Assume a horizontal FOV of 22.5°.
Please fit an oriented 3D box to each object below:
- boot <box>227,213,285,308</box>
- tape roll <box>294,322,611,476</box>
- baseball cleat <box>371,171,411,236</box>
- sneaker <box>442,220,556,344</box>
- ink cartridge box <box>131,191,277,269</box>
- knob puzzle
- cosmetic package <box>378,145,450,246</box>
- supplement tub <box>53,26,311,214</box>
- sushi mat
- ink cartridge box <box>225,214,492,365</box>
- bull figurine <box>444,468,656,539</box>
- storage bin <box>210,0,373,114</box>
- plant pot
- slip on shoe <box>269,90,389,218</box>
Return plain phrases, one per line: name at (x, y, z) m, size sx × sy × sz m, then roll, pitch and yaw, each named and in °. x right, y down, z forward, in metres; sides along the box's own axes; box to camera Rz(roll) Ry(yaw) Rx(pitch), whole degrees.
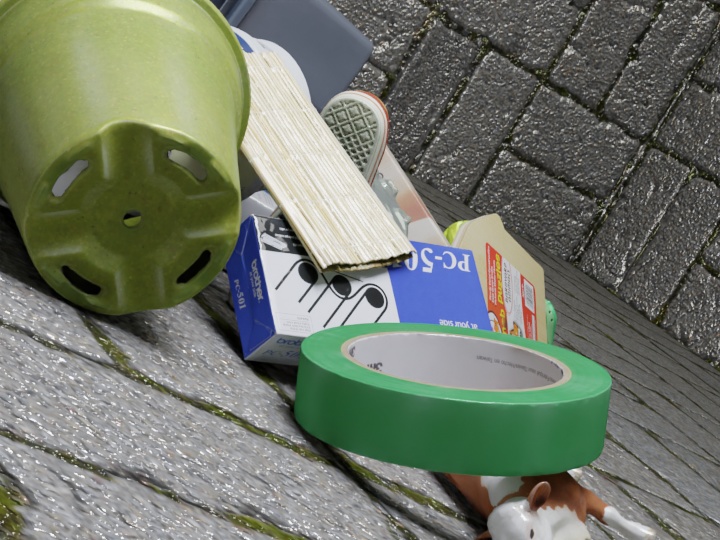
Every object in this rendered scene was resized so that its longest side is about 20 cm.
boot at (-0.002, 0.035, 1.352) m, size 0.200 × 0.090 × 0.073 m, roll 34°, pitch 7°, yaw 18°
tape roll at (0.059, 0.079, 1.161) m, size 0.200 × 0.048 × 0.200 m, roll 6°, pitch 10°, yaw -1°
baseball cleat at (0.000, 0.000, 1.455) m, size 0.070 × 0.106 × 0.200 m, roll 31°, pitch 31°, yaw -44°
sneaker at (0.125, 0.035, 1.622) m, size 0.074 × 0.084 × 0.200 m, roll 18°, pitch -42°, yaw 53°
ink cartridge box at (-0.160, -0.074, 1.533) m, size 0.200 × 0.067 × 0.116 m, roll 31°, pitch 8°, yaw -12°
knob puzzle at (0.103, 0.046, 1.486) m, size 0.030 × 0.220 × 0.220 m, roll -12°, pitch -13°, yaw 25°
cosmetic package at (0.008, -0.038, 1.556) m, size 0.200 × 0.103 × 0.087 m, roll 57°, pitch 2°, yaw 28°
supplement tub at (-0.148, -0.117, 1.376) m, size 0.145 × 0.145 × 0.200 m, roll 36°, pitch 26°, yaw 32°
sushi mat at (-0.043, -0.081, 1.296) m, size 0.096 × 0.012 × 0.200 m, roll -10°, pitch 59°, yaw -48°
ink cartridge box at (0.003, 0.022, 1.289) m, size 0.200 × 0.044 × 0.094 m, roll 8°, pitch 57°, yaw -37°
bull figurine at (0.112, 0.148, 1.170) m, size 0.121 × 0.065 × 0.200 m, roll 31°, pitch 8°, yaw -22°
storage bin at (-0.075, -0.210, 1.574) m, size 0.134 × 0.146 × 0.200 m, roll 37°, pitch -5°, yaw -19°
plant pot at (-0.153, -0.072, 1.152) m, size 0.200 × 0.200 × 0.184 m, roll 28°, pitch 19°, yaw -26°
slip on shoe at (-0.027, -0.053, 1.422) m, size 0.074 × 0.200 × 0.061 m, roll 26°, pitch 23°, yaw 7°
